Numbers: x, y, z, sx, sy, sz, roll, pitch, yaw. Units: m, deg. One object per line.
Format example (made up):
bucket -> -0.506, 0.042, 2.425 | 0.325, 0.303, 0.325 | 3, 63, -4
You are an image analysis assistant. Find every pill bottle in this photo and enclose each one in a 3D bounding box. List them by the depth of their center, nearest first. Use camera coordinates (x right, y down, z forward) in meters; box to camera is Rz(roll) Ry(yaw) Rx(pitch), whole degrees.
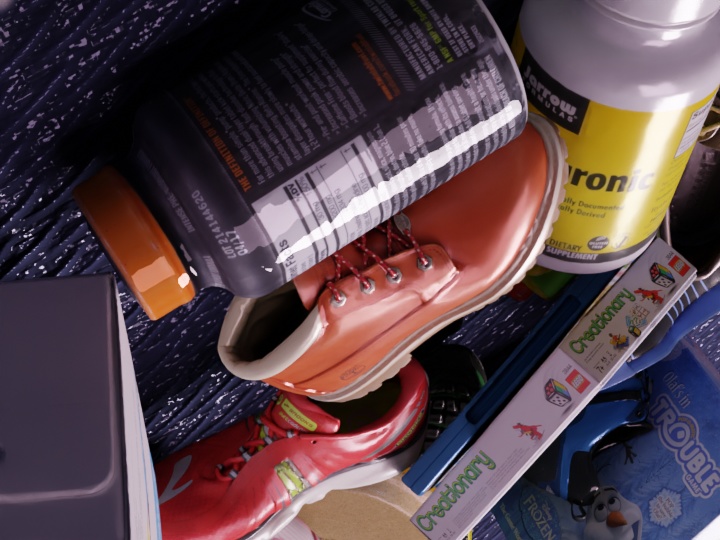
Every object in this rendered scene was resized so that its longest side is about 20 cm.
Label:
pill bottle -> -0.031, -0.058, 0.730 | 0.200, 0.106, 0.106 | -32, 150, -8
pill bottle -> 0.131, -0.100, 0.838 | 0.111, 0.111, 0.200 | -21, 147, -25

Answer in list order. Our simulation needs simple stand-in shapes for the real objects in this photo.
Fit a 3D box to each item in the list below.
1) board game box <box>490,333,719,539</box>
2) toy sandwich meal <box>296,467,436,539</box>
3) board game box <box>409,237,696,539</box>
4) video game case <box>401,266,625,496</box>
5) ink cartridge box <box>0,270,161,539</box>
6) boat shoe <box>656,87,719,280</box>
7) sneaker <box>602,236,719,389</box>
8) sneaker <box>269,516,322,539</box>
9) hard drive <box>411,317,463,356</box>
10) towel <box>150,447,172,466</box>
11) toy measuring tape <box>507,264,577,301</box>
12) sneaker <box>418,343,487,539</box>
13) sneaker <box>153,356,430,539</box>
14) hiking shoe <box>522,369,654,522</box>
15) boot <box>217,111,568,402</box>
board game box -> 0.189, 0.146, 1.162 | 0.199, 0.200, 0.043 | -45, 131, 14
toy sandwich meal -> -0.020, 0.170, 1.084 | 0.204, 0.070, 0.206 | 3, 136, 3
board game box -> 0.113, 0.078, 0.949 | 0.126, 0.035, 0.200 | -41, 169, -43
video game case -> 0.102, 0.057, 0.984 | 0.200, 0.018, 0.143 | -49, 171, 1
ink cartridge box -> -0.173, 0.120, 0.749 | 0.146, 0.146, 0.200 | -5, 145, -5
boat shoe -> 0.206, -0.083, 0.906 | 0.072, 0.060, 0.200 | 5, 131, -3
sneaker -> 0.192, 0.016, 1.083 | 0.200, 0.078, 0.070 | -31, -177, -32
sneaker -> -0.129, 0.190, 1.012 | 0.200, 0.076, 0.105 | -24, 130, 20
hard drive -> 0.000, 0.000, 0.910 | 0.135, 0.042, 0.200 | -29, 151, -14
towel -> -0.201, 0.198, 0.961 | 0.200, 0.022, 0.147 | -55, 165, 30
toy measuring tape -> 0.115, -0.020, 1.008 | 0.074, 0.074, 0.200 | -43, 173, 12
sneaker -> 0.060, 0.120, 1.137 | 0.200, 0.078, 0.085 | 93, 20, -46
sneaker -> -0.048, 0.097, 0.909 | 0.200, 0.077, 0.085 | -25, 147, -22
hiking shoe -> 0.181, 0.080, 1.139 | 0.200, 0.087, 0.074 | -52, 164, -12
boot -> 0.015, -0.007, 0.792 | 0.200, 0.075, 0.107 | -45, 151, 19
